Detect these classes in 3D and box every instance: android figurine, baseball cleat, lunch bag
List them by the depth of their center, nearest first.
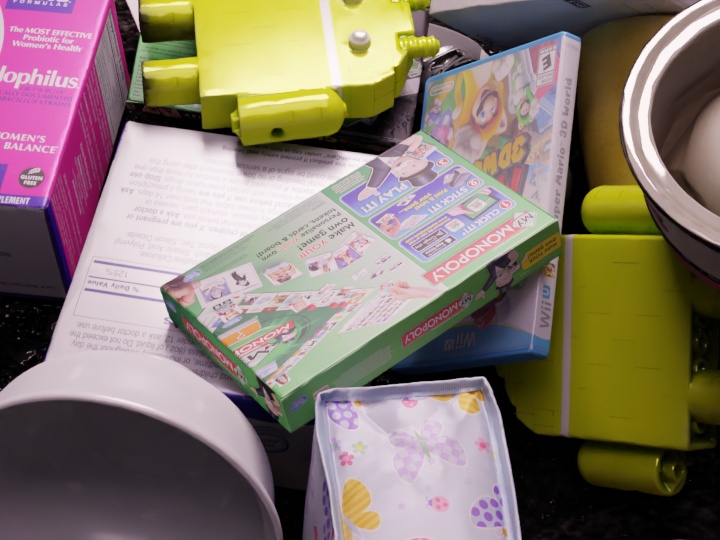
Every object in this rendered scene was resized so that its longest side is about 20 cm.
[{"bbox_3d":[0.034,0.188,0.961,0.126,0.170,0.201,-2,51,-5],"label":"lunch bag"},{"bbox_3d":[0.157,0.041,1.070,0.041,0.184,0.199,0,0,-44],"label":"android figurine"},{"bbox_3d":[-0.048,-0.154,1.176,0.198,0.041,0.183,-4,51,-2],"label":"android figurine"},{"bbox_3d":[0.085,-0.129,1.231,0.069,0.107,0.200,-32,57,-15],"label":"baseball cleat"}]

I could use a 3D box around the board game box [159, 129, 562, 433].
[{"bbox_3d":[0.000,0.000,1.036,0.199,0.029,0.134,-32,44,-20],"label":"board game box"}]

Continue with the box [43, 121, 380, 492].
[{"bbox_3d":[-0.081,0.022,1.125,0.182,0.105,0.201,8,53,7],"label":"box"}]

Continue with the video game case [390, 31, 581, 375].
[{"bbox_3d":[0.077,-0.039,1.116,0.018,0.143,0.202,16,74,-33],"label":"video game case"}]

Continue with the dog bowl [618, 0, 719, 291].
[{"bbox_3d":[0.243,-0.065,0.982,0.198,0.074,0.202,-4,56,7],"label":"dog bowl"}]

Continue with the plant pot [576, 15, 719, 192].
[{"bbox_3d":[0.225,-0.062,1.145,0.198,0.200,0.143,11,80,9],"label":"plant pot"}]

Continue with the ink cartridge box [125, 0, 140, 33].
[{"bbox_3d":[-0.070,-0.203,1.308,0.198,0.067,0.116,-21,56,-7],"label":"ink cartridge box"}]

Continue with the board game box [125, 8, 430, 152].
[{"bbox_3d":[-0.056,-0.147,1.231,0.198,0.023,0.106,10,79,0],"label":"board game box"}]

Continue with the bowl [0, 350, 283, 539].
[{"bbox_3d":[-0.131,0.112,1.012,0.199,0.202,0.091,8,43,8],"label":"bowl"}]

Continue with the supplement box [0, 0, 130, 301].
[{"bbox_3d":[-0.231,-0.092,1.216,0.100,0.104,0.201,5,52,6],"label":"supplement box"}]

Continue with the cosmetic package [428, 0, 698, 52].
[{"bbox_3d":[0.152,-0.193,1.158,0.112,0.199,0.082,19,78,-35],"label":"cosmetic package"}]
